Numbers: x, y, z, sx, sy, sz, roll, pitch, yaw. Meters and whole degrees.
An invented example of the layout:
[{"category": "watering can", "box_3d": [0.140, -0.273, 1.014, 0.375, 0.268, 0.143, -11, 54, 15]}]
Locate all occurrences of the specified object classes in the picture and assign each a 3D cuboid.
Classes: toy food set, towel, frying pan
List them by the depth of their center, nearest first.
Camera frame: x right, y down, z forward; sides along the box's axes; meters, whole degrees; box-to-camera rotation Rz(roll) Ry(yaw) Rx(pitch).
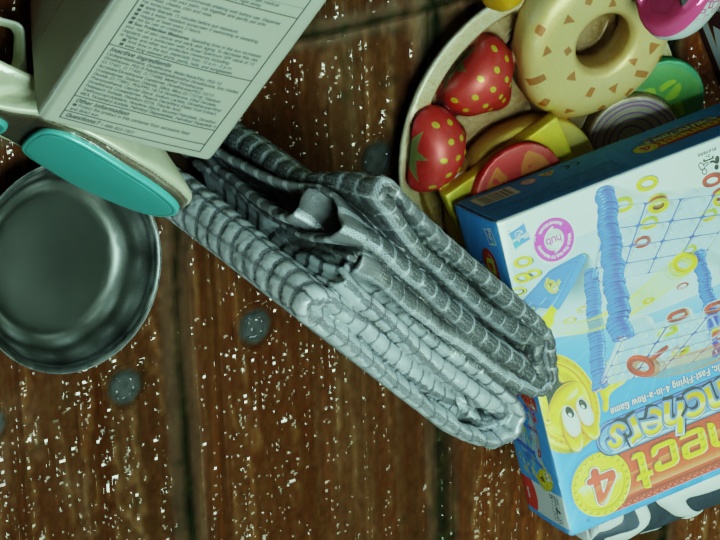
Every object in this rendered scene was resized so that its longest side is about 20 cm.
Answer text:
[{"category": "frying pan", "box_3d": [-0.162, -0.039, 1.564, 0.115, 0.031, 0.191, -14, 106, -32]}, {"category": "towel", "box_3d": [0.000, 0.000, 1.596, 0.086, 0.165, 0.200, -53, 132, -2]}, {"category": "toy food set", "box_3d": [0.112, -0.074, 1.709, 0.200, 0.049, 0.198, -36, 126, -13]}]

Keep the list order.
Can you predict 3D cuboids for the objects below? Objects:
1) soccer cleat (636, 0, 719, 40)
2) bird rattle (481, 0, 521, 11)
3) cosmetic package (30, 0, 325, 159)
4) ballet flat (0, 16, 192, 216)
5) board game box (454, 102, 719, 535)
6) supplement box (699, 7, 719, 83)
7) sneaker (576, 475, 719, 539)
[{"category": "soccer cleat", "box_3d": [0.214, -0.217, 1.667, 0.086, 0.070, 0.201, 23, 78, -42]}, {"category": "bird rattle", "box_3d": [0.102, -0.230, 1.576, 0.163, 0.112, 0.200, -43, 132, -27]}, {"category": "cosmetic package", "box_3d": [-0.076, -0.156, 1.443, 0.103, 0.088, 0.200, 15, 136, -28]}, {"category": "ballet flat", "box_3d": [-0.168, -0.090, 1.507, 0.199, 0.069, 0.070, 22, 99, -25]}, {"category": "board game box", "box_3d": [0.173, 0.024, 1.697, 0.199, 0.056, 0.197, -21, 110, -17]}, {"category": "supplement box", "box_3d": [0.319, -0.154, 1.748, 0.197, 0.133, 0.200, -36, 126, -13]}, {"category": "sneaker", "box_3d": [0.203, 0.075, 1.817, 0.129, 0.079, 0.200, 1, 110, -35]}]
